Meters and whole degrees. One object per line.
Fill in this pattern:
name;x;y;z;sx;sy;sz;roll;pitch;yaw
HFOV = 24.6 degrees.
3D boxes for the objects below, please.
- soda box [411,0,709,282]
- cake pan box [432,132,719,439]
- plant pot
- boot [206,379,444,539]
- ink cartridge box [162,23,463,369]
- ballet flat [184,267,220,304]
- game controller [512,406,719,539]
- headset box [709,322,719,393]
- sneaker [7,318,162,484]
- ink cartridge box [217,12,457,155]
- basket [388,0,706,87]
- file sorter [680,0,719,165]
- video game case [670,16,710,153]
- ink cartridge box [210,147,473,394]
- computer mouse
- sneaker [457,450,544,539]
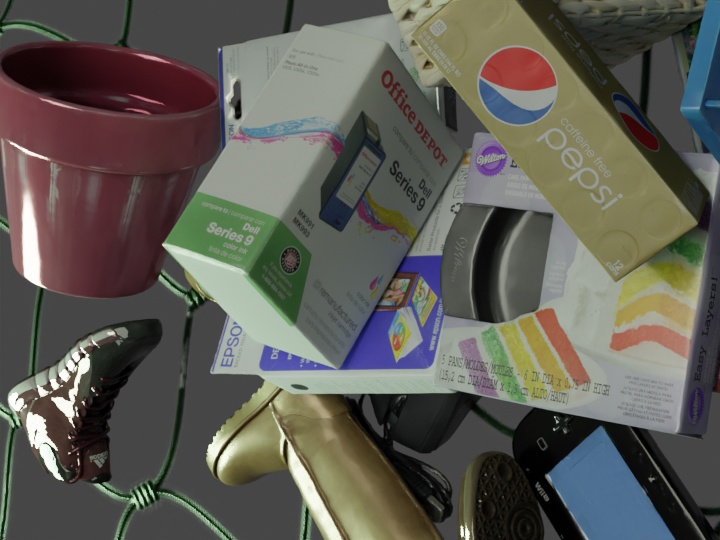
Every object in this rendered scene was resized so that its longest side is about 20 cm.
soda box;0.125;-0.094;1.018;0.068;0.064;0.200;-38;94;26
cake pan box;0.149;0.005;1.112;0.200;0.052;0.184;11;89;36
plant pot;-0.223;-0.082;1.411;0.200;0.200;0.179;26;116;35
boot;-0.031;0.184;1.293;0.200;0.066;0.175;57;136;23
ink cartridge box;-0.029;-0.054;1.191;0.087;0.145;0.200;16;68;36
ballet flat;-0.086;0.004;1.368;0.200;0.063;0.069;12;94;36
game controller;0.184;0.171;1.169;0.104;0.042;0.200;-43;62;24
headset box;0.211;0.003;1.145;0.200;0.075;0.149;10;91;36
sneaker;-0.227;0.124;1.461;0.200;0.076;0.116;-32;72;40
ink cartridge box;-0.020;-0.147;1.335;0.200;0.039;0.100;-5;82;25
basket;0.124;-0.206;1.143;0.136;0.200;0.123;-28;75;50
file sorter;0.293;-0.155;1.008;0.123;0.139;0.200;7;73;33
video game case;0.298;-0.190;1.137;0.182;0.022;0.200;-17;76;34
ink cartridge box;0.000;0.000;1.263;0.200;0.043;0.198;-1;60;30
computer mouse;0.054;0.084;1.265;0.138;0.053;0.200;42;109;32
sneaker;0.091;0.234;1.207;0.076;0.070;0.200;-17;78;51
